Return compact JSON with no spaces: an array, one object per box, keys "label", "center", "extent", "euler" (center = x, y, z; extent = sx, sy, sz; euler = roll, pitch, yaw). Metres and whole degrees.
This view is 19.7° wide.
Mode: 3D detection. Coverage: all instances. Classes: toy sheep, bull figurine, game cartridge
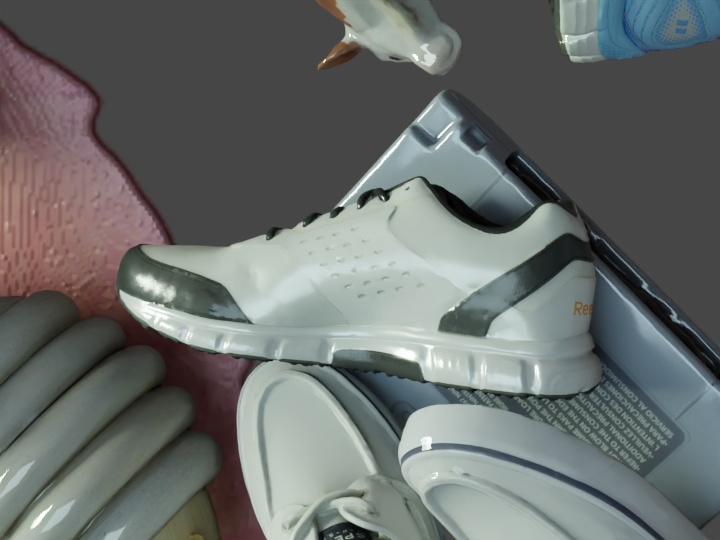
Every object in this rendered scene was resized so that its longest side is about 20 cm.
[{"label":"toy sheep","center":[-0.137,0.079,0.890],"extent":[0.200,0.138,0.138],"euler":[44,116,0]},{"label":"bull figurine","center":[-0.016,-0.163,0.782],"extent":[0.065,0.121,0.201],"euler":[-24,93,-6]},{"label":"game cartridge","center":[0.063,0.040,0.856],"extent":[0.200,0.042,0.133],"euler":[46,120,3]}]

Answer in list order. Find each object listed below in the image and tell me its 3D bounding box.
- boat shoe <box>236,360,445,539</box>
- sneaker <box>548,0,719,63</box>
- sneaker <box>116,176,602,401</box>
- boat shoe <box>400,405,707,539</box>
[{"label":"boat shoe","center":[-0.002,0.116,0.807],"extent":[0.072,0.066,0.201],"euler":[-21,66,6]},{"label":"sneaker","center":[0.118,-0.177,0.762],"extent":[0.089,0.078,0.201],"euler":[2,111,0]},{"label":"sneaker","center":[0.000,0.000,0.819],"extent":[0.199,0.074,0.081],"euler":[5,97,14]},{"label":"boat shoe","center":[0.092,0.127,0.793],"extent":[0.200,0.066,0.072],"euler":[39,143,-20]}]
